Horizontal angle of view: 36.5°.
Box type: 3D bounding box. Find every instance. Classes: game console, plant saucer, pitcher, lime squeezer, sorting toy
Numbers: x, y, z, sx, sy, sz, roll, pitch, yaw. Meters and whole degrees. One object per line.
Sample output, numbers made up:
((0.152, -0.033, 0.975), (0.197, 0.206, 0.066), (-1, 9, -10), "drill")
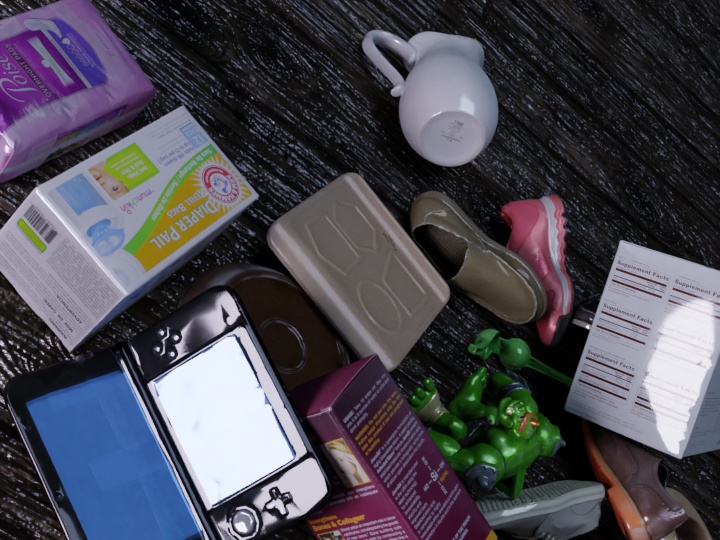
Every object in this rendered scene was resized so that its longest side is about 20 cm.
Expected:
((-0.146, 0.132, 0.849), (0.201, 0.172, 0.119), (62, 13, 11), "game console")
((-0.080, 0.075, 1.020), (0.199, 0.032, 0.201), (25, 48, -30), "plant saucer")
((0.083, -0.225, 1.356), (0.170, 0.122, 0.201), (13, 39, -12), "pitcher")
((0.173, 0.094, 1.233), (0.199, 0.070, 0.038), (22, 84, -40), "lime squeezer")
((0.000, 0.000, 1.139), (0.185, 0.036, 0.200), (51, 32, -2), "sorting toy")

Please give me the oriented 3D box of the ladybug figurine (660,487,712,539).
((0.350, 0.344, 1.207), (0.135, 0.072, 0.201), (13, 56, -44), "ladybug figurine")

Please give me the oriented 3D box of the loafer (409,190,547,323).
((0.128, -0.004, 1.256), (0.200, 0.076, 0.067), (40, 40, 0), "loafer")

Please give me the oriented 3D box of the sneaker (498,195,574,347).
((0.210, 0.002, 1.350), (0.086, 0.074, 0.202), (1, 65, -5), "sneaker")

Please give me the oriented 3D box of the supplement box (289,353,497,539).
((0.011, 0.187, 0.938), (0.201, 0.110, 0.086), (57, 42, -9), "supplement box")

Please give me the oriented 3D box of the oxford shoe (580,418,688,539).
((0.300, 0.223, 1.213), (0.200, 0.072, 0.072), (-107, 173, -55), "oxford shoe")

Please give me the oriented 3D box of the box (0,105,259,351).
((-0.197, -0.041, 0.934), (0.113, 0.101, 0.200), (49, 39, -4), "box")

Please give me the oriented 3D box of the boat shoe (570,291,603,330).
((0.311, 0.040, 1.370), (0.072, 0.063, 0.200), (23, 14, 23), "boat shoe")

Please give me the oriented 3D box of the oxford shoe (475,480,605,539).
((0.184, 0.254, 1.123), (0.199, 0.075, 0.058), (3, 88, -43), "oxford shoe")

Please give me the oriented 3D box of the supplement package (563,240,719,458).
((0.356, 0.089, 1.246), (0.146, 0.201, 0.191), (21, 6, 30), "supplement package")

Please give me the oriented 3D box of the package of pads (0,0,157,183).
((-0.285, -0.162, 0.959), (0.121, 0.076, 0.200), (49, 39, 0), "package of pads")

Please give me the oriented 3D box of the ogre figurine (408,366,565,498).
((0.125, 0.161, 1.098), (0.120, 0.099, 0.199), (34, 13, 33), "ogre figurine")
